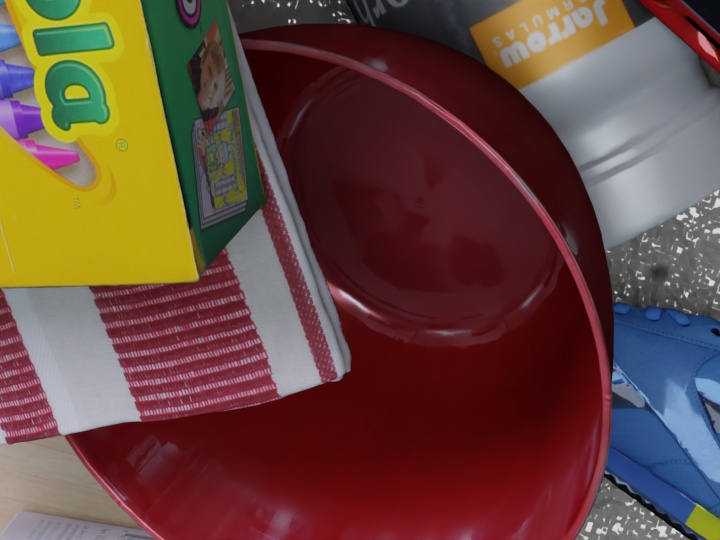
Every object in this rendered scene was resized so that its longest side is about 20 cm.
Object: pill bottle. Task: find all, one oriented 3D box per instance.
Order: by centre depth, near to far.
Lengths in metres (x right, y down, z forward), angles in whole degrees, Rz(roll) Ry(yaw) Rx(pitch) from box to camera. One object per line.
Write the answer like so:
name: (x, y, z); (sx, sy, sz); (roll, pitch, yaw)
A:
pill bottle: (0.052, -0.108, 0.752); (0.116, 0.116, 0.201); (-27, 96, 9)

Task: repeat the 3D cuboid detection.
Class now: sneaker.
sneaker: (0.097, 0.036, 0.802); (0.199, 0.066, 0.079); (33, 89, -1)

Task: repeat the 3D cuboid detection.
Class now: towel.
towel: (-0.109, -0.017, 0.654); (0.198, 0.023, 0.145); (-10, 112, 26)

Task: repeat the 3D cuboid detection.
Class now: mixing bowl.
mixing bowl: (0.000, 0.000, 0.693); (0.198, 0.108, 0.202); (12, 123, 19)

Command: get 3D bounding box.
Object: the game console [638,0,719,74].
game console: (0.127, -0.161, 0.715); (0.200, 0.031, 0.178); (39, 68, -17)

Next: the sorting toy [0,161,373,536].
sorting toy: (-0.107, 0.036, 0.815); (0.198, 0.070, 0.201); (14, 101, 3)

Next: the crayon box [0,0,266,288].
crayon box: (-0.128, -0.096, 0.575); (0.171, 0.058, 0.202); (-2, 113, 23)

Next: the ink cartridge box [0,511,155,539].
ink cartridge box: (-0.036, 0.142, 0.731); (0.198, 0.117, 0.068); (8, 102, 5)
